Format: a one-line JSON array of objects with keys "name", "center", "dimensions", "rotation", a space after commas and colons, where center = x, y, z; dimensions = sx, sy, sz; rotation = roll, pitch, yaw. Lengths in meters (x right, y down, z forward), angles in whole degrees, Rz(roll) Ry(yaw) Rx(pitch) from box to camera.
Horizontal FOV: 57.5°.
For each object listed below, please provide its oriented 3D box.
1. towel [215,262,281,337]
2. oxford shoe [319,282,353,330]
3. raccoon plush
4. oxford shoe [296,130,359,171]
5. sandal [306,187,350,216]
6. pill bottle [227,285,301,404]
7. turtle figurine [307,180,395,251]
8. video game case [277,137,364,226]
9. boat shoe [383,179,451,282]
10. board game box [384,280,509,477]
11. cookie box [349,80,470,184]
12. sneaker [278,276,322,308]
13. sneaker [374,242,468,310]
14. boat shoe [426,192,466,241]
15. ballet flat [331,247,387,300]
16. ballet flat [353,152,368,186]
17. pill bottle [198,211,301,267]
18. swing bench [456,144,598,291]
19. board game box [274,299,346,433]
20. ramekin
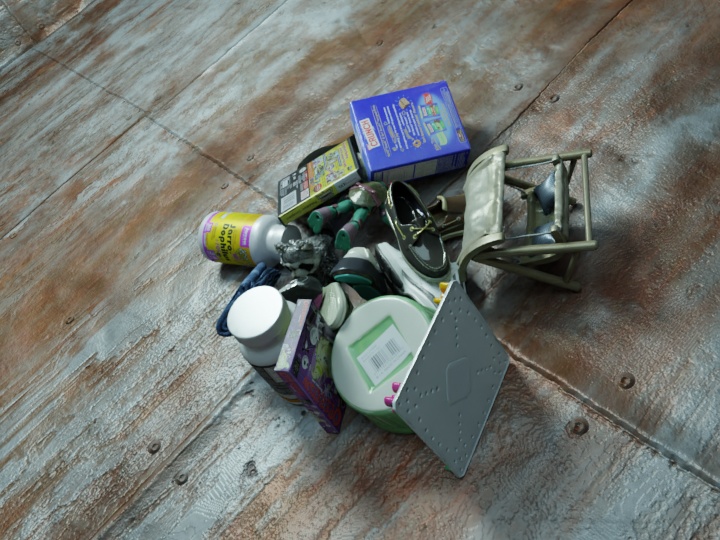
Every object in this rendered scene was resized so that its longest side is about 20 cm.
[{"name": "towel", "center": [-0.197, 0.051, 1.161], "dimensions": [0.112, 0.048, 0.200], "rotation": [-55, 6, 9]}, {"name": "oxford shoe", "center": [-0.037, 0.061, 1.089], "dimensions": [0.057, 0.200, 0.076], "rotation": [20, 87, -9]}, {"name": "raccoon plush", "center": [-0.107, -0.053, 1.224], "dimensions": [0.096, 0.134, 0.201], "rotation": [-22, 47, 8]}, {"name": "oxford shoe", "center": [-0.045, -0.250, 1.420], "dimensions": [0.199, 0.072, 0.071], "rotation": [-27, 16, 6]}, {"name": "sandal", "center": [-0.090, -0.144, 1.341], "dimensions": [0.199, 0.055, 0.082], "rotation": [-5, 39, 40]}, {"name": "pill bottle", "center": [-0.123, 0.120, 1.046], "dimensions": [0.115, 0.200, 0.117], "rotation": [-12, 50, 15]}, {"name": "turtle figurine", "center": [0.004, -0.115, 1.218], "dimensions": [0.149, 0.101, 0.200], "rotation": [21, 39, 33]}, {"name": "video game case", "center": [-0.084, -0.180, 1.302], "dimensions": [0.180, 0.026, 0.200], "rotation": [-30, 27, 9]}, {"name": "boat shoe", "center": [0.092, -0.069, 1.101], "dimensions": [0.071, 0.061, 0.202], "rotation": [-20, 53, -10]}, {"name": "board game box", "center": [0.126, 0.150, 0.909], "dimensions": [0.026, 0.200, 0.201], "rotation": [3, 53, 43]}, {"name": "cookie box", "center": [0.093, -0.266, 1.286], "dimensions": [0.198, 0.075, 0.172], "rotation": [-13, 67, -5]}, {"name": "sneaker", "center": [-0.138, 0.062, 1.144], "dimensions": [0.200, 0.080, 0.087], "rotation": [-39, 27, 34]}, {"name": "sneaker", "center": [0.114, 0.006, 1.129], "dimensions": [0.115, 0.076, 0.201], "rotation": [-30, 54, -13]}, {"name": "boat shoe", "center": [0.162, -0.101, 1.179], "dimensions": [0.201, 0.075, 0.075], "rotation": [-31, 47, -2]}, {"name": "ballet flat", "center": [0.000, 0.000, 1.087], "dimensions": [0.072, 0.200, 0.074], "rotation": [-4, 75, 15]}, {"name": "ballet flat", "center": [0.026, -0.228, 1.352], "dimensions": [0.199, 0.074, 0.074], "rotation": [-37, 47, -7]}, {"name": "pill bottle", "center": [-0.217, -0.061, 1.303], "dimensions": [0.198, 0.105, 0.105], "rotation": [6, 56, 29]}, {"name": "swing bench", "center": [0.261, -0.089, 1.052], "dimensions": [0.198, 0.130, 0.200], "rotation": [6, 55, 7]}, {"name": "board game box", "center": [-0.063, 0.149, 0.994], "dimensions": [0.032, 0.201, 0.121], "rotation": [3, 55, 25]}, {"name": "ramekin", "center": [0.052, 0.135, 0.985], "dimensions": [0.199, 0.098, 0.202], "rotation": [-13, 63, 27]}]
